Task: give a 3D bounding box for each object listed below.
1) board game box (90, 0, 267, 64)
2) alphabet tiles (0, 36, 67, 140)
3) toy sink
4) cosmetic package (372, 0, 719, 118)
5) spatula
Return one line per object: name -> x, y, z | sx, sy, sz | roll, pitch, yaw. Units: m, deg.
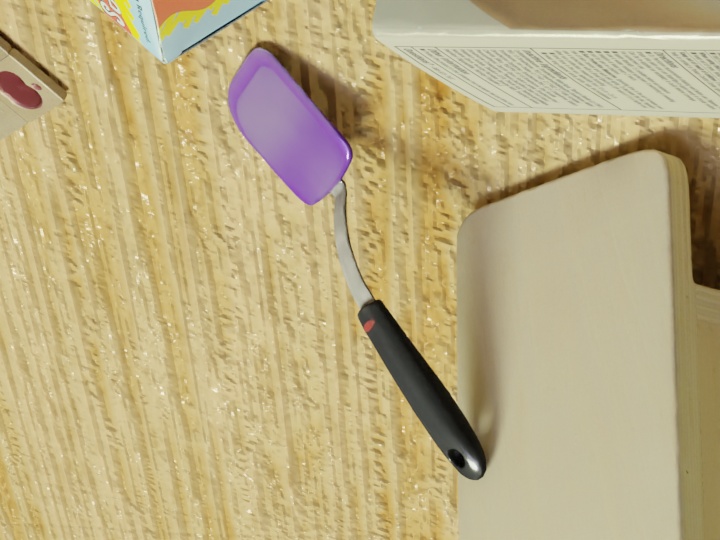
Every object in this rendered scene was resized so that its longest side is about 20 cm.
board game box -> -0.086, -0.173, 0.733 | 0.200, 0.105, 0.103 | 40, 153, 36
alphabet tiles -> -0.252, -0.118, 1.090 | 0.200, 0.008, 0.167 | 42, 144, -21
toy sink -> 0.122, 0.069, 0.976 | 0.111, 0.202, 0.130 | 12, 159, -38
cosmetic package -> 0.116, -0.096, 0.780 | 0.199, 0.072, 0.105 | 4, 170, 28
spatula -> 0.000, 0.000, 0.988 | 0.201, 0.020, 0.057 | 63, 148, 12
